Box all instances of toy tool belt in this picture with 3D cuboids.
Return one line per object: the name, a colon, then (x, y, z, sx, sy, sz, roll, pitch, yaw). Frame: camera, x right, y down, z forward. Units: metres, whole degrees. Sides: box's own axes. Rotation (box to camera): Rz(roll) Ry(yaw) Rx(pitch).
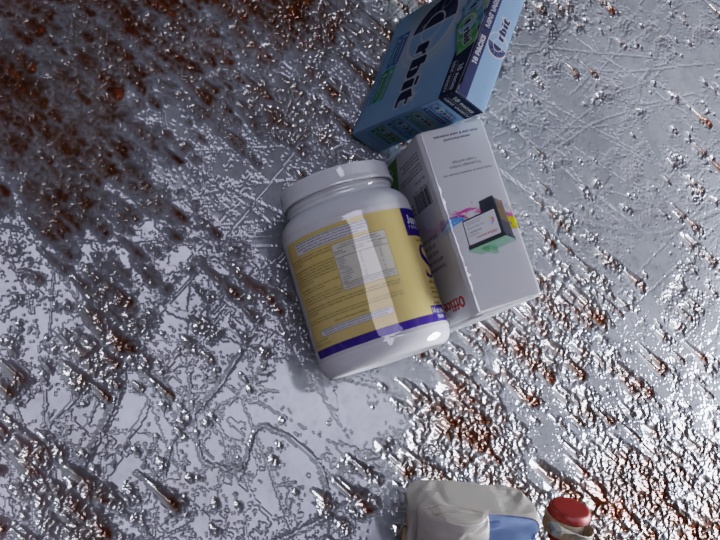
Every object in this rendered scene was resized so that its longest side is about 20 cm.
toy tool belt: (0.136, 0.295, 0.935, 0.198, 0.125, 0.124, 8, 106, -11)

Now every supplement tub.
supplement tub: (0.000, 0.000, 0.937, 0.144, 0.145, 0.202, -14, 82, -19)

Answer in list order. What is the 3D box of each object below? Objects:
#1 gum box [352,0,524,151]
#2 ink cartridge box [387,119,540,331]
gum box: (0.086, -0.233, 0.987, 0.044, 0.199, 0.171, 30, 70, -25)
ink cartridge box: (0.104, -0.041, 0.976, 0.083, 0.145, 0.202, -15, 81, -19)
